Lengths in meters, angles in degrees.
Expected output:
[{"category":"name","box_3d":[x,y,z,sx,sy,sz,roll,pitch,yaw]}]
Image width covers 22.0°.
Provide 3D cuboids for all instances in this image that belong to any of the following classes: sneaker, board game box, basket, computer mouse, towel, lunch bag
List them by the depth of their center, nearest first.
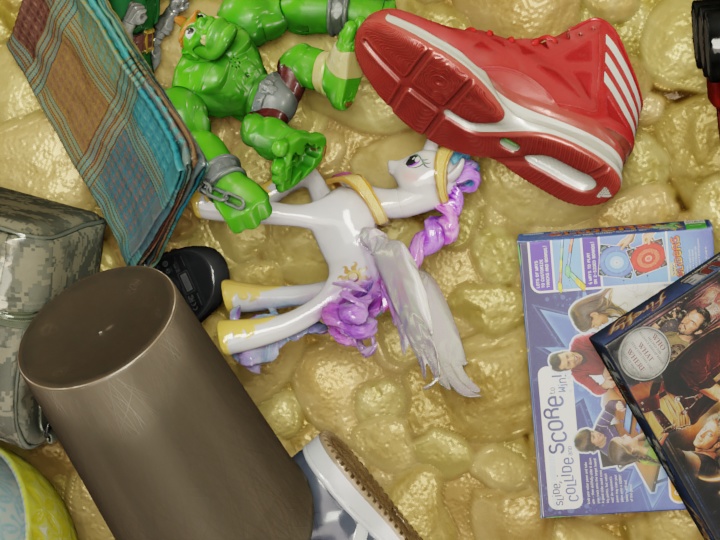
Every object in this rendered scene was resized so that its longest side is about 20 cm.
[{"category":"basket","box_3d":[-0.132,0.107,1.227,0.136,0.180,0.200,-27,127,-1]},{"category":"towel","box_3d":[-0.175,-0.110,1.233,0.200,0.022,0.147,58,147,15]},{"category":"sneaker","box_3d":[0.098,-0.134,1.235,0.200,0.116,0.078,33,144,-9]},{"category":"board game box","box_3d":[0.262,0.094,1.259,0.135,0.035,0.200,-33,104,-7]},{"category":"lunch bag","box_3d":[-0.290,0.026,1.280,0.200,0.139,0.168,13,100,13]},{"category":"board game box","box_3d":[0.184,0.069,1.295,0.135,0.034,0.200,-4,99,7]},{"category":"sneaker","box_3d":[-0.005,0.224,1.328,0.108,0.070,0.200,-38,88,7]},{"category":"computer mouse","box_3d":[-0.178,0.038,1.337,0.200,0.034,0.059,-24,84,17]}]

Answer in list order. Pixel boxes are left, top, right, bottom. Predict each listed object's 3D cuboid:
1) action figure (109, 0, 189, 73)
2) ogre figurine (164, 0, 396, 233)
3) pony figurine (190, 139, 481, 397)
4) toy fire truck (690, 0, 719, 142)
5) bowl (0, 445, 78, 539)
[{"category":"action figure","box_3d":[-0.154,-0.181,1.259,0.055,0.118,0.200,14,113,20]},{"category":"ogre figurine","box_3d":[-0.070,-0.122,1.239,0.120,0.098,0.200,21,82,22]},{"category":"pony figurine","box_3d":[0.000,0.000,1.250,0.200,0.167,0.193,-13,80,6]},{"category":"toy fire truck","box_3d":[0.286,-0.076,1.184,0.129,0.176,0.200,-4,101,7]},{"category":"bowl","box_3d":[-0.260,0.229,1.329,0.108,0.200,0.200,24,107,-43]}]
